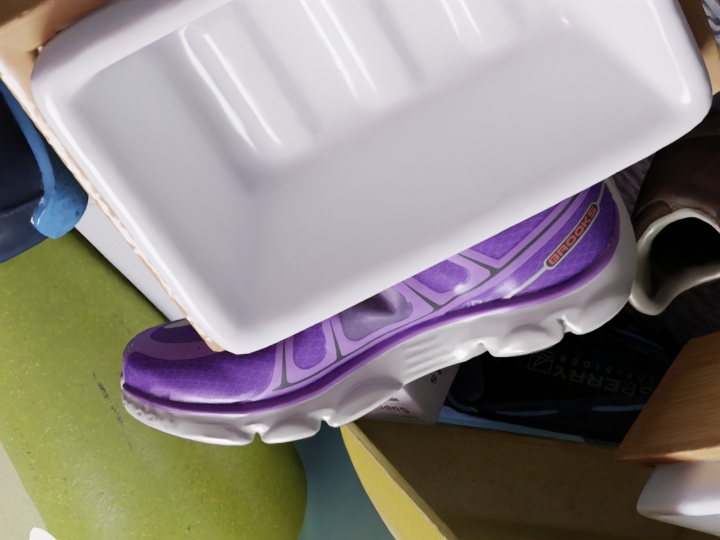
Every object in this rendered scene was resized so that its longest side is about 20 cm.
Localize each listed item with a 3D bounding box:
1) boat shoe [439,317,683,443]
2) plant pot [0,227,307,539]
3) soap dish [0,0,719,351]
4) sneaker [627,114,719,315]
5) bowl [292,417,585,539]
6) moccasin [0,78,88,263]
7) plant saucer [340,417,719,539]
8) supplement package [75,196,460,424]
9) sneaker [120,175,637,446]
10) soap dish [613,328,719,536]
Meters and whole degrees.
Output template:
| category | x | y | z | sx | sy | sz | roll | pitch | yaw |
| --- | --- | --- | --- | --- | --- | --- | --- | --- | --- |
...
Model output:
| category | x | y | z | sx | sy | sz | roll | pitch | yaw |
| --- | --- | --- | --- | --- | --- | --- | --- | --- | --- |
| boat shoe | 0.061 | 0.029 | 0.910 | 0.199 | 0.084 | 0.069 | 4 | 164 | 15 |
| plant pot | -0.142 | 0.054 | 0.893 | 0.187 | 0.187 | 0.200 | 9 | 135 | 35 |
| soap dish | 0.002 | -0.076 | 0.633 | 0.199 | 0.081 | 0.157 | -28 | 133 | 6 |
| sneaker | 0.171 | -0.022 | 0.692 | 0.070 | 0.076 | 0.200 | 38 | 153 | -21 |
| bowl | 0.039 | 0.112 | 1.007 | 0.200 | 0.105 | 0.201 | 12 | 169 | 2 |
| moccasin | -0.163 | -0.088 | 0.670 | 0.200 | 0.068 | 0.080 | 61 | -176 | 28 |
| plant saucer | 0.102 | 0.121 | 0.827 | 0.199 | 0.049 | 0.200 | 10 | -170 | -18 |
| supplement package | -0.038 | -0.036 | 0.831 | 0.109 | 0.114 | 0.200 | 3 | 145 | 41 |
| sneaker | 0.000 | 0.000 | 0.735 | 0.081 | 0.199 | 0.084 | -104 | -8 | -68 |
| soap dish | 0.214 | 0.073 | 0.747 | 0.199 | 0.082 | 0.157 | 13 | 170 | -8 |
